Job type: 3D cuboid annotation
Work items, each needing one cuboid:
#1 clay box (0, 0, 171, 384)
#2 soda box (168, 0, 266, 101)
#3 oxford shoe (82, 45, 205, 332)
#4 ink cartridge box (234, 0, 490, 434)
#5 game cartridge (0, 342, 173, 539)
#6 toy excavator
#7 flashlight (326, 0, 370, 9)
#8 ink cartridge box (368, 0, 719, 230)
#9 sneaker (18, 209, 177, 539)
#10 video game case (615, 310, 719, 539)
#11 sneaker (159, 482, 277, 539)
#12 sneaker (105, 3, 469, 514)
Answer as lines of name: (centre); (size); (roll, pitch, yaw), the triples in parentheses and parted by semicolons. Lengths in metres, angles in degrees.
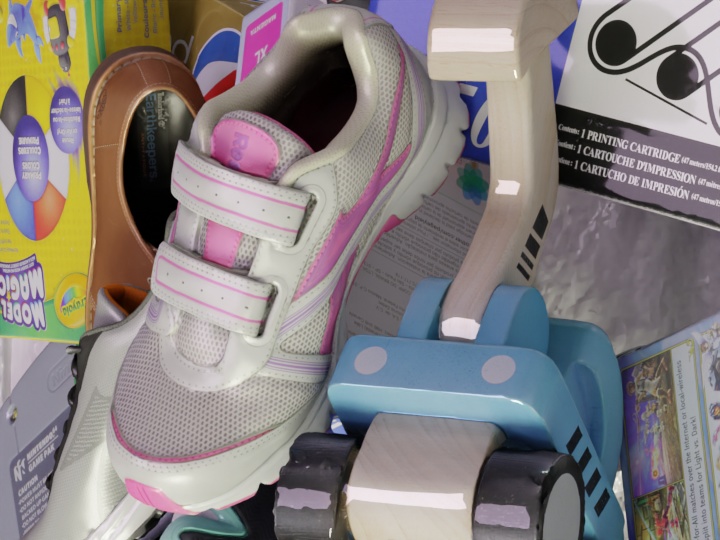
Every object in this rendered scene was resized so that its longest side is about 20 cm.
clay box: (-0.126, -0.042, 1.353); (0.115, 0.047, 0.201); (1, 94, 58)
soda box: (-0.053, -0.087, 1.345); (0.200, 0.064, 0.068); (34, 110, 52)
oxford shoe: (-0.081, 0.010, 1.267); (0.071, 0.071, 0.201); (-136, 35, -73)
ink cartridge box: (0.000, 0.000, 1.164); (0.042, 0.119, 0.201); (-31, 44, 40)
game cartridge: (-0.114, 0.082, 1.411); (0.200, 0.041, 0.134); (-41, 54, 41)
toy excavator: (0.046, 0.021, 1.058); (0.099, 0.195, 0.201); (2, 52, 25)
flashlight: (-0.049, -0.130, 1.233); (0.068, 0.199, 0.068); (13, 92, 54)
ink cartridge box: (0.093, -0.074, 1.097); (0.199, 0.044, 0.095); (17, 95, 32)
sneaker: (-0.092, 0.055, 1.230); (0.200, 0.079, 0.074); (-52, -1, 26)
video game case: (0.166, 0.099, 1.011); (0.181, 0.045, 0.201); (-28, 60, 48)
sneaker: (-0.044, 0.119, 1.220); (0.078, 0.200, 0.140); (40, 134, 2)
sneaker: (-0.038, -0.012, 1.056); (0.081, 0.088, 0.201); (14, 68, 28)
